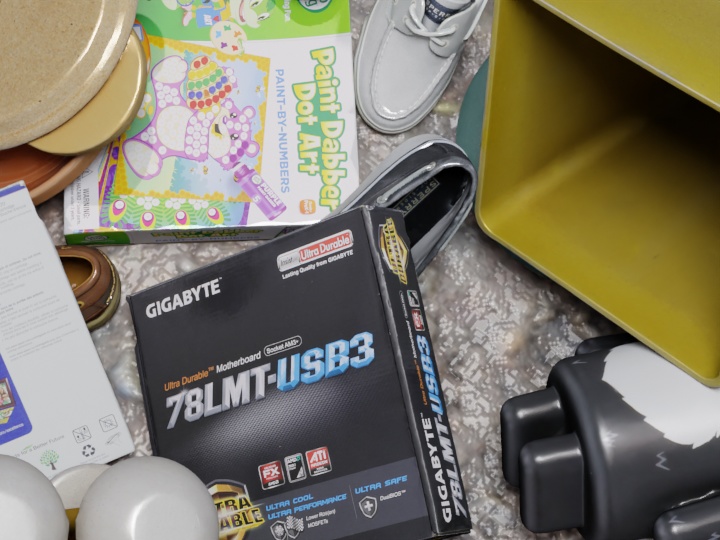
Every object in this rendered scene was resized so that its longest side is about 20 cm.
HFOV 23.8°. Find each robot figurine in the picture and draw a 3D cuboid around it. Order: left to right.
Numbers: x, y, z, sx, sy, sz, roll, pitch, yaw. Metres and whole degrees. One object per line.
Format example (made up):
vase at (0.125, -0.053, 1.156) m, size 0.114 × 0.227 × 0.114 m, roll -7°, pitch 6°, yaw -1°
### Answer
robot figurine at (0.190, 0.102, 1.074) m, size 0.199 × 0.125 × 0.151 m, roll -11°, pitch 78°, yaw -6°

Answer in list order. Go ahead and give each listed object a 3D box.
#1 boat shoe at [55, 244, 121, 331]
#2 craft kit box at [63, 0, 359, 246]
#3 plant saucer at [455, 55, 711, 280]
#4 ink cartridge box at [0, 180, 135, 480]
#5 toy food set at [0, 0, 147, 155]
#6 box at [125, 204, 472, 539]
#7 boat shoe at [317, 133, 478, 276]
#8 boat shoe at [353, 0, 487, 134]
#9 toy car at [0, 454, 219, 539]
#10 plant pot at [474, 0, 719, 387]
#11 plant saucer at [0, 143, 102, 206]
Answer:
boat shoe at (-0.254, 0.019, 1.092) m, size 0.199 × 0.068 × 0.072 m, roll -12°, pitch 78°, yaw -7°
craft kit box at (-0.102, -0.118, 1.149) m, size 0.196 × 0.049 × 0.201 m, roll -2°, pitch 77°, yaw -7°
plant saucer at (0.165, -0.088, 1.164) m, size 0.199 × 0.036 × 0.201 m, roll 1°, pitch 76°, yaw -4°
ink cartridge box at (-0.217, 0.043, 1.048) m, size 0.099 × 0.039 × 0.201 m, roll -21°, pitch 118°, yaw -9°
toy food set at (-0.223, -0.169, 1.082) m, size 0.199 × 0.049 × 0.199 m, roll 0°, pitch 78°, yaw 17°
box at (-0.043, 0.083, 1.048) m, size 0.199 × 0.050 × 0.200 m, roll -18°, pitch 78°, yaw 31°
boat shoe at (0.000, 0.000, 1.089) m, size 0.200 × 0.068 × 0.072 m, roll -44°, pitch 111°, yaw 4°
boat shoe at (0.054, -0.180, 1.127) m, size 0.072 × 0.069 × 0.201 m, roll 30°, pitch 102°, yaw -6°
toy car at (-0.181, 0.184, 0.984) m, size 0.199 × 0.175 × 0.151 m, roll 4°, pitch 81°, yaw -24°
plant pot at (0.205, -0.091, 1.037) m, size 0.200 × 0.201 × 0.176 m, roll 36°, pitch 55°, yaw 28°
plant saucer at (-0.240, -0.131, 1.121) m, size 0.199 × 0.032 × 0.202 m, roll -3°, pitch 77°, yaw 15°
